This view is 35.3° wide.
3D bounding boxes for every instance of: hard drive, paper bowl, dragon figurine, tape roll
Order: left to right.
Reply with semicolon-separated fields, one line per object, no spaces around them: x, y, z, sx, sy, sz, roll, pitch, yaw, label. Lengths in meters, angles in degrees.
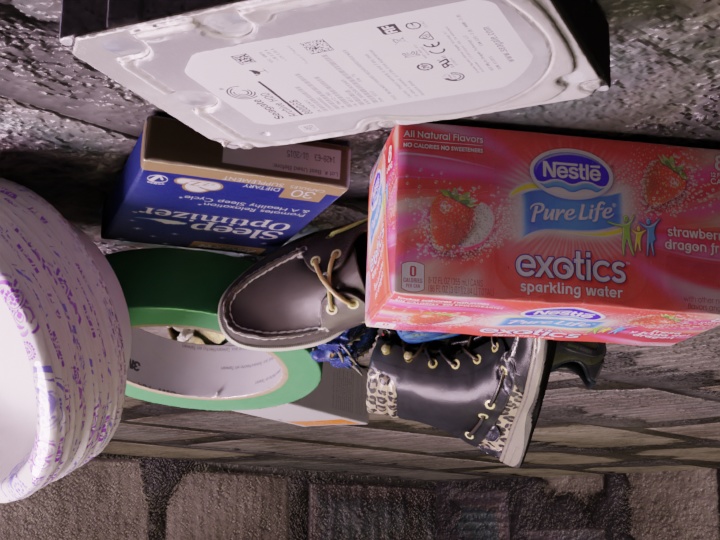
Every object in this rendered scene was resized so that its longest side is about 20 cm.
-0.230;0.040;0.741;0.199;0.202;0.104;-10;-168;38;paper bowl
-0.126;0.050;0.852;0.198;0.049;0.201;3;154;2;tape roll
-0.007;-0.100;0.481;0.198;0.038;0.140;-4;164;25;hard drive
0.053;0.019;0.806;0.198;0.100;0.059;-3;166;-7;dragon figurine

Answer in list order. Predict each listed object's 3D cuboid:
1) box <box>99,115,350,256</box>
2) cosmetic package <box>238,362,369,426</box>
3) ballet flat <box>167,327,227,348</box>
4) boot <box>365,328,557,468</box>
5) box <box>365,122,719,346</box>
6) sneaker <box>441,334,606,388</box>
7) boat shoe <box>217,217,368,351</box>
-0.096;-0.043;0.723;0.120;0.033;0.200;6;166;-19;box
-0.076;0.142;1.368;0.101;0.072;0.200;-6;163;28;cosmetic package
-0.135;0.034;0.973;0.070;0.071;0.200;5;165;-14;ballet flat
0.085;0.069;0.958;0.152;0.074;0.205;15;127;13;boot
0.107;-0.018;0.660;0.198;0.104;0.095;5;165;-8;box
0.131;0.065;1.022;0.198;0.082;0.074;1;166;3;sneaker
0.000;0.000;0.736;0.199;0.072;0.061;-19;175;-4;boat shoe
